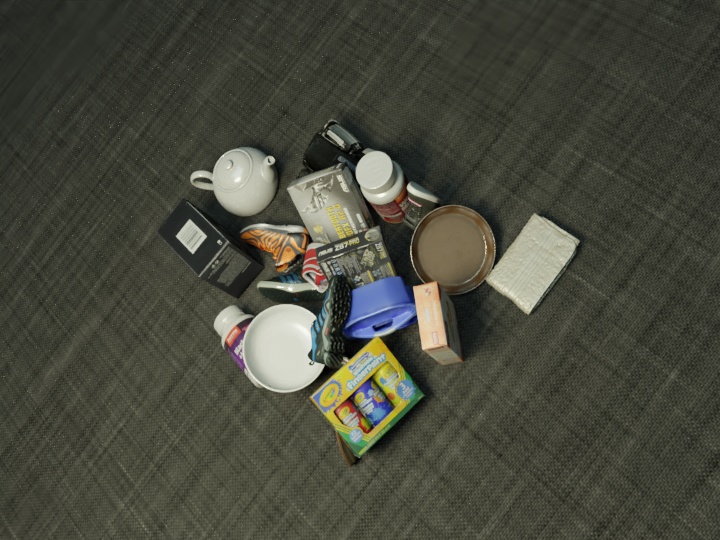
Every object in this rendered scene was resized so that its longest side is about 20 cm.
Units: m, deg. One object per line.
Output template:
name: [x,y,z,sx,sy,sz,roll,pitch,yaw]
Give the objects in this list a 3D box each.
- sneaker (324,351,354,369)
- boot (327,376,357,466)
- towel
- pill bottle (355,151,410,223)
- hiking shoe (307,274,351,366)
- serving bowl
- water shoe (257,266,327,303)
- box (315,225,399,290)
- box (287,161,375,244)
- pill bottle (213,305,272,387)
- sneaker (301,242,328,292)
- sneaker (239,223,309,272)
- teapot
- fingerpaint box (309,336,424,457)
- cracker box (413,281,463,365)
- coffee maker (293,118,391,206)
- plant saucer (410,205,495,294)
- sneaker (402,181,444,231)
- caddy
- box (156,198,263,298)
sneaker: [-0.092,0.233,1.555,0.197,0.075,0.118,20,86,35]
boot: [-0.011,0.335,1.482,0.094,0.075,0.205,-14,82,8]
towel: [0.388,-0.018,1.464,0.132,0.034,0.201,38,91,27]
pill bottle: [0.063,-0.197,1.549,0.107,0.200,0.113,-6,72,18]
hiking shoe: [-0.078,0.109,1.445,0.085,0.074,0.205,-2,74,37]
serving bowl: [-0.172,0.186,1.502,0.194,0.066,0.205,2,68,-6]
water shoe: [-0.164,0.034,1.649,0.195,0.072,0.080,2,53,17]
box: [0.000,0.000,1.503,0.157,0.202,0.050,-17,50,8]
box: [-0.066,-0.146,1.583,0.155,0.203,0.049,-14,27,24]
pill bottle: [-0.274,0.182,1.610,0.199,0.111,0.112,42,91,26]
sneaker: [-0.046,-0.002,1.571,0.194,0.072,0.114,6,48,11]
sneaker: [-0.231,-0.056,1.686,0.195,0.078,0.115,0,73,21]
teapot: [-0.328,-0.251,1.745,0.197,0.146,0.201,41,91,26]
fingerpaint box: [0.014,0.276,1.434,0.199,0.073,0.168,-39,88,-13]
cracker box: [0.172,0.119,1.411,0.056,0.200,0.137,-12,70,16]
coffee maker: [-0.041,-0.252,1.660,0.199,0.133,0.195,39,113,27]
plant saucer: [0.213,-0.047,1.506,0.194,0.032,0.206,0,91,4]
sneaker: [0.134,-0.141,1.516,0.070,0.199,0.100,37,99,18]
caddy: [0.046,0.100,1.498,0.196,0.141,0.107,-21,64,14]
box: [-0.383,-0.053,1.674,0.196,0.200,0.118,41,89,26]
